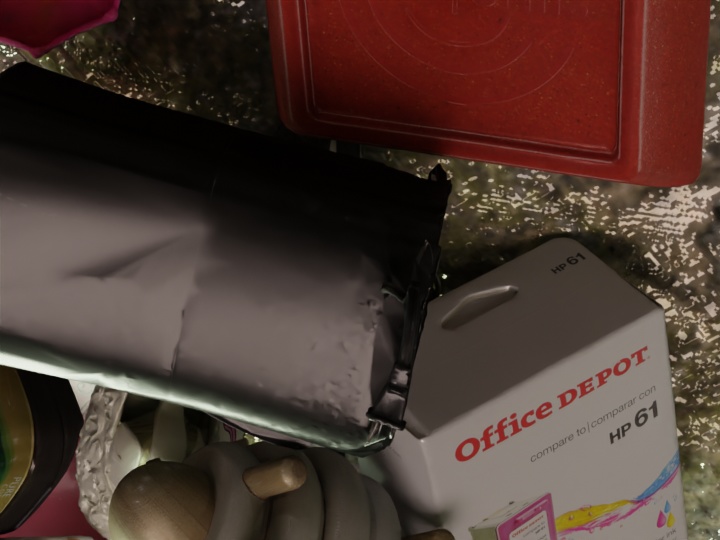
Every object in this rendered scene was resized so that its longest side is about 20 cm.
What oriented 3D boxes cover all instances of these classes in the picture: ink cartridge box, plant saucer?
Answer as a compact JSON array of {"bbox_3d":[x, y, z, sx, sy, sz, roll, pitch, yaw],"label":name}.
[{"bbox_3d":[0.082,0.105,0.949,0.144,0.085,0.201,-27,128,-18],"label":"ink cartridge box"},{"bbox_3d":[0.043,-0.121,0.769,0.198,0.037,0.201,10,129,17],"label":"plant saucer"}]

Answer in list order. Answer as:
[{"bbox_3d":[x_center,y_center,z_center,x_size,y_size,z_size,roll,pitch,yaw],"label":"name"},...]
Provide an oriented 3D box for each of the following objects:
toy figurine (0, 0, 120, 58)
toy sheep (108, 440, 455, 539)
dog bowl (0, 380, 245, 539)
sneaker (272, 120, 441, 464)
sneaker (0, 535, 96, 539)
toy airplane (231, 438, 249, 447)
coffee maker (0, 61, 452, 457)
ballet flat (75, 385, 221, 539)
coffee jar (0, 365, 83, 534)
[{"bbox_3d":[-0.165,-0.162,0.771,0.183,0.200,0.151,33,87,-32],"label":"toy figurine"},{"bbox_3d":[-0.032,0.144,0.875,0.199,0.139,0.138,33,125,-25],"label":"toy sheep"},{"bbox_3d":[-0.162,0.086,1.014,0.198,0.074,0.202,4,129,4],"label":"dog bowl"},{"bbox_3d":[0.000,0.000,0.937,0.079,0.074,0.202,-19,123,-17],"label":"sneaker"},{"bbox_3d":[-0.154,0.190,0.981,0.077,0.078,0.200,-3,154,20],"label":"sneaker"},{"bbox_3d":[-0.035,0.213,1.021,0.140,0.201,0.200,-7,154,18],"label":"toy airplane"},{"bbox_3d":[-0.069,-0.010,0.768,0.198,0.136,0.192,13,172,0],"label":"coffee maker"},{"bbox_3d":[-0.092,0.057,0.912,0.071,0.072,0.202,16,106,-5],"label":"ballet flat"},{"bbox_3d":[-0.231,0.082,0.866,0.199,0.086,0.104,0,144,-44],"label":"coffee jar"}]
